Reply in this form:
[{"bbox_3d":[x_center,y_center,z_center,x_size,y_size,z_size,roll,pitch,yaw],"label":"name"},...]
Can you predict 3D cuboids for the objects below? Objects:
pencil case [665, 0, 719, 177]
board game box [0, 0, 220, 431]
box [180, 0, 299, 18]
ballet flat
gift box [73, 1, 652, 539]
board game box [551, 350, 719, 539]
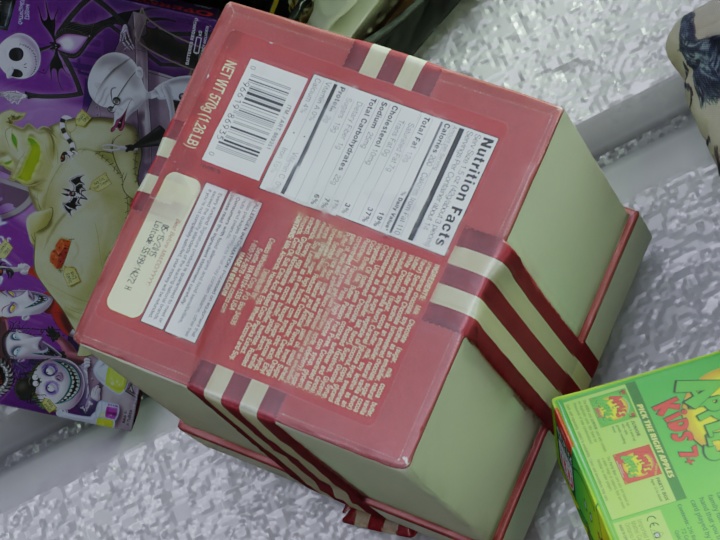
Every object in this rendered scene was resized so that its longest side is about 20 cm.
[{"bbox_3d":[0.198,-0.035,1.116,0.078,0.089,0.201,-35,60,28],"label":"pencil case"},{"bbox_3d":[-0.141,-0.033,1.192,0.119,0.032,0.201,13,108,0],"label":"board game box"},{"bbox_3d":[-0.129,-0.115,1.288,0.199,0.049,0.160,14,75,25],"label":"box"},{"bbox_3d":[0.035,-0.160,1.230,0.068,0.068,0.200,35,85,29],"label":"ballet flat"},{"bbox_3d":[0.000,0.000,1.117,0.199,0.187,0.185,25,81,25],"label":"gift box"},{"bbox_3d":[0.155,0.125,1.048,0.101,0.048,0.200,-16,49,-5],"label":"board game box"}]
